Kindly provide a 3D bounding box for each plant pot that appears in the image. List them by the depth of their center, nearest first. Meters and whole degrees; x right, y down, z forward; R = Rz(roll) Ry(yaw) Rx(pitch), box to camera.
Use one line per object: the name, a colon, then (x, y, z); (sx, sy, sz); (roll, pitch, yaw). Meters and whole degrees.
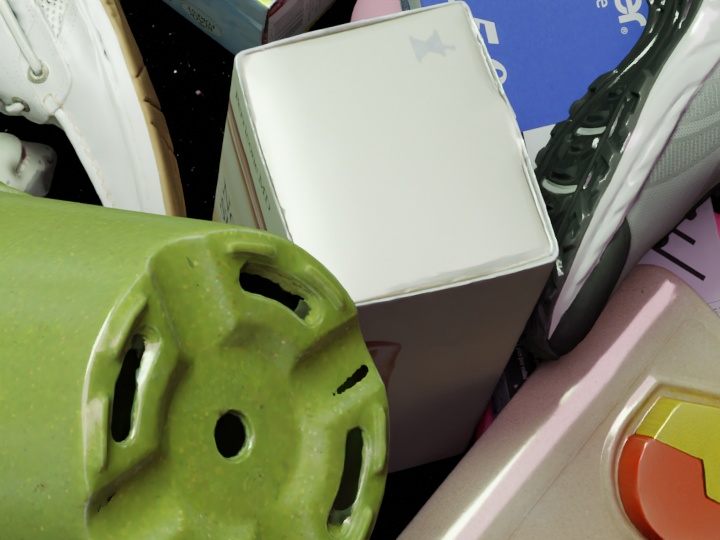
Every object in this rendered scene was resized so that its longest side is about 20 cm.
plant pot: (-0.095, 0.052, 0.753); (0.199, 0.189, 0.201); (4, 84, -45)

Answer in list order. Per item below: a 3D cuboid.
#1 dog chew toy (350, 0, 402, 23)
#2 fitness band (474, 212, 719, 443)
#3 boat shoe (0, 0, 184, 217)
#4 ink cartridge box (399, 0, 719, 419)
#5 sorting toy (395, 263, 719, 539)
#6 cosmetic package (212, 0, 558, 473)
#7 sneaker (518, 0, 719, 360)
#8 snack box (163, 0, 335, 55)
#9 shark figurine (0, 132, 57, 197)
dog chew toy: (0.077, -0.130, 0.970); (0.200, 0.125, 0.125); (-41, 76, -10)
fitness band: (0.118, 0.065, 0.933); (0.143, 0.037, 0.201); (11, 66, 0)
boat shoe: (-0.126, -0.090, 0.930); (0.069, 0.071, 0.201); (-22, 87, -2)
ink cartridge box: (0.077, -0.046, 0.895); (0.093, 0.044, 0.201); (-13, 94, -8)
sorting toy: (0.117, 0.127, 0.858); (0.200, 0.036, 0.185); (43, 77, -11)
cosmetic package: (0.000, 0.000, 0.860); (0.087, 0.200, 0.104); (-13, 68, -13)
sneaker: (0.121, -0.051, 0.845); (0.079, 0.074, 0.201); (34, 87, -17)
snack box: (-0.041, -0.210, 1.016); (0.168, 0.068, 0.200); (38, 71, 11)
shark figurine: (-0.233, -0.020, 0.921); (0.213, 0.090, 0.128); (13, 33, -8)
